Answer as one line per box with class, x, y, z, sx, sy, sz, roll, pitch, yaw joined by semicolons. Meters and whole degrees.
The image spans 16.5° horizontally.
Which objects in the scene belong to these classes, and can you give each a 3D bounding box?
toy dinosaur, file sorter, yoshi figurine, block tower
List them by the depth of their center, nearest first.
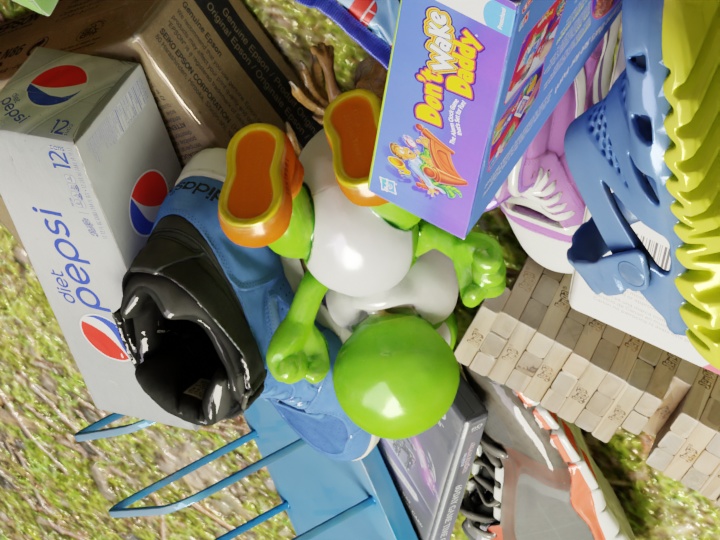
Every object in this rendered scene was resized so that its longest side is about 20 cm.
yoshi figurine;0.006;0.012;1.157;0.112;0.112;0.200;29;164;30
toy dinosaur;0.014;-0.057;1.215;0.106;0.061;0.201;11;139;29
block tower;0.149;0.059;1.232;0.199;0.058;0.054;28;143;2
file sorter;-0.056;0.150;1.382;0.201;0.122;0.139;66;156;-5

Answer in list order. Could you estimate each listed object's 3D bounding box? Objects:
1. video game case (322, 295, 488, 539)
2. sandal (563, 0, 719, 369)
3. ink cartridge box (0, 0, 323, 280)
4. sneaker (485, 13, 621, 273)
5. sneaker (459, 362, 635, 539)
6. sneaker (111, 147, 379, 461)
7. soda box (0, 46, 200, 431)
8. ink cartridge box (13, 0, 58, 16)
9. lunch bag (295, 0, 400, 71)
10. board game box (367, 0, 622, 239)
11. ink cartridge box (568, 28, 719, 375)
video game case;0.010;0.080;1.359;0.143;0.019;0.200;54;153;26
sandal;0.117;-0.044;0.985;0.087;0.080;0.201;19;140;28
ink cartridge box;-0.114;-0.063;1.303;0.199;0.075;0.165;-10;126;45
sneaker;0.070;-0.049;1.130;0.072;0.115;0.201;16;142;24
sneaker;0.086;0.116;1.316;0.082;0.077;0.201;-25;122;7
sneaker;-0.058;0.049;1.229;0.076;0.111;0.201;6;137;32
soda box;-0.122;-0.013;1.247;0.068;0.064;0.201;10;138;31
ink cartridge box;-0.209;-0.210;1.167;0.199;0.104;0.059;27;175;22
lunch bag;0.041;-0.198;0.945;0.094;0.151;0.200;32;145;5
board game box;0.076;-0.127;0.956;0.045;0.200;0.135;27;144;12
ink cartridge box;0.181;-0.042;1.069;0.146;0.083;0.201;25;144;15
